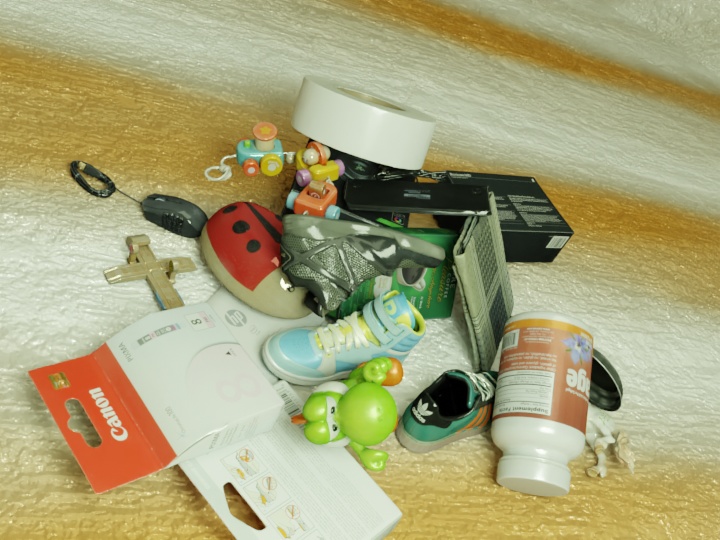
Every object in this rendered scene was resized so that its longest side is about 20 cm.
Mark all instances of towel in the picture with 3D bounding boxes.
[{"bbox_3d":[0.167,0.015,1.154,0.034,0.202,0.193,-2,29,24],"label":"towel"}]

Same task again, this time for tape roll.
[{"bbox_3d":[0.004,-0.210,1.183,0.200,0.072,0.203,17,17,-5],"label":"tape roll"}]

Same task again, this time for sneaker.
[{"bbox_3d":[0.000,0.000,0.995,0.197,0.116,0.076,6,3,-14],"label":"sneaker"},{"bbox_3d":[0.131,0.157,1.028,0.199,0.080,0.071,-18,56,-44],"label":"sneaker"},{"bbox_3d":[-0.011,0.071,0.991,0.198,0.131,0.080,0,53,-36],"label":"sneaker"}]

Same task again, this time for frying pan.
[{"bbox_3d":[0.294,0.130,1.173,0.031,0.116,0.190,-36,33,-17],"label":"frying pan"}]

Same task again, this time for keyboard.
[{"bbox_3d":[0.077,-0.107,1.145,0.197,0.021,0.128,4,34,2],"label":"keyboard"}]

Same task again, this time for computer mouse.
[{"bbox_3d":[-0.288,-0.100,1.100,0.198,0.034,0.059,24,38,-5],"label":"computer mouse"}]

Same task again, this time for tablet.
[{"bbox_3d":[-0.135,0.073,1.014,0.129,0.014,0.200,32,37,5],"label":"tablet"}]

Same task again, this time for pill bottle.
[{"bbox_3d":[0.217,0.160,1.009,0.111,0.112,0.202,18,66,-14],"label":"pill bottle"}]

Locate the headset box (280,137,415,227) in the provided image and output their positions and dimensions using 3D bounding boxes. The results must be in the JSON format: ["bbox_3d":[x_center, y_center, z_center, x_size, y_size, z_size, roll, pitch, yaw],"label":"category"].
[{"bbox_3d":[-0.020,-0.096,1.217,0.172,0.093,0.201,22,38,-7],"label":"headset box"}]

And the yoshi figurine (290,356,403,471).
[{"bbox_3d":[0.008,0.146,0.882,0.113,0.112,0.200,50,14,12],"label":"yoshi figurine"}]

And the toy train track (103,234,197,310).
[{"bbox_3d":[-0.228,0.017,0.991,0.114,0.033,0.200,-10,48,-36],"label":"toy train track"}]

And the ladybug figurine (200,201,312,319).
[{"bbox_3d":[-0.124,-0.023,1.062,0.135,0.072,0.200,-16,51,-46],"label":"ladybug figurine"}]

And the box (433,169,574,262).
[{"bbox_3d":[0.229,-0.087,1.378,0.198,0.079,0.142,0,48,-32],"label":"box"}]

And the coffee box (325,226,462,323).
[{"bbox_3d":[0.048,0.005,1.114,0.198,0.125,0.044,-3,17,-37],"label":"coffee box"}]

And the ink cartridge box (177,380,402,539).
[{"bbox_3d":[-0.080,0.222,0.850,0.200,0.044,0.173,45,40,21],"label":"ink cartridge box"}]

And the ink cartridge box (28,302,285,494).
[{"bbox_3d":[-0.199,0.115,0.832,0.199,0.057,0.163,-9,46,-45],"label":"ink cartridge box"}]

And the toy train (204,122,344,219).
[{"bbox_3d":[-0.099,-0.135,1.102,0.198,0.056,0.150,23,40,17],"label":"toy train"}]

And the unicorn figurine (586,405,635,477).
[{"bbox_3d":[0.275,0.184,1.111,0.200,0.074,0.138,43,36,-8],"label":"unicorn figurine"}]
